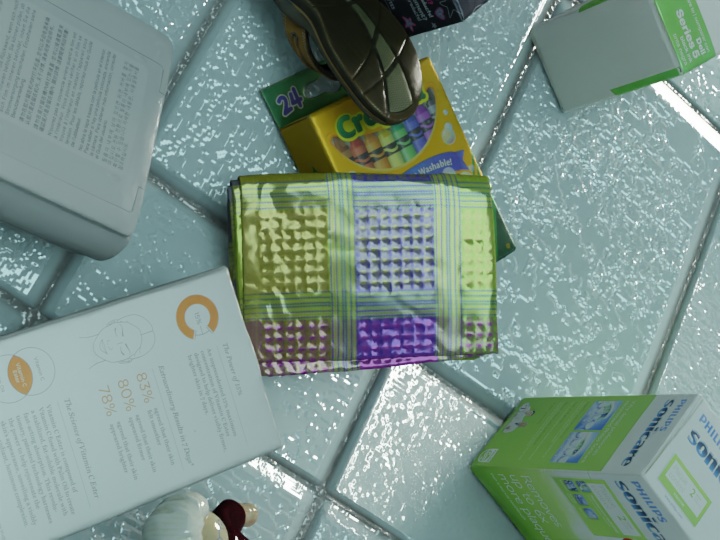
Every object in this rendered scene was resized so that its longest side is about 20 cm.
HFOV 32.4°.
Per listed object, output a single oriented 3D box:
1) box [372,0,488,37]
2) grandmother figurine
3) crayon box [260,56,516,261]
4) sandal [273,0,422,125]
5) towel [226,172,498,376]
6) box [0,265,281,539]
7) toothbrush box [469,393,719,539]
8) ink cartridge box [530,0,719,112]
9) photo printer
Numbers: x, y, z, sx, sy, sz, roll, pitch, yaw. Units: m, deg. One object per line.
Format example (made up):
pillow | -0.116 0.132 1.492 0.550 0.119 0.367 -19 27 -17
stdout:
box | 0.073 -0.280 0.958 0.200 0.115 0.132 -42 112 -32
grandmother figurine | -0.074 0.200 0.805 0.200 0.061 0.121 51 14 -44
crayon box | 0.024 -0.075 0.952 0.126 0.052 0.200 -31 99 -31
sandal | -0.030 -0.180 0.915 0.200 0.055 0.082 47 47 11
towel | 0.000 0.000 0.894 0.200 0.023 0.144 -3 94 -11
box | -0.170 0.088 0.782 0.200 0.097 0.125 -18 93 -32
toothbrush box | 0.202 0.174 0.941 0.086 0.200 0.146 -47 108 -28
ink cartridge box | 0.271 -0.222 1.069 0.200 0.145 0.084 -30 99 -31
photo printer | -0.221 -0.115 0.768 0.200 0.069 0.167 26 60 -37
